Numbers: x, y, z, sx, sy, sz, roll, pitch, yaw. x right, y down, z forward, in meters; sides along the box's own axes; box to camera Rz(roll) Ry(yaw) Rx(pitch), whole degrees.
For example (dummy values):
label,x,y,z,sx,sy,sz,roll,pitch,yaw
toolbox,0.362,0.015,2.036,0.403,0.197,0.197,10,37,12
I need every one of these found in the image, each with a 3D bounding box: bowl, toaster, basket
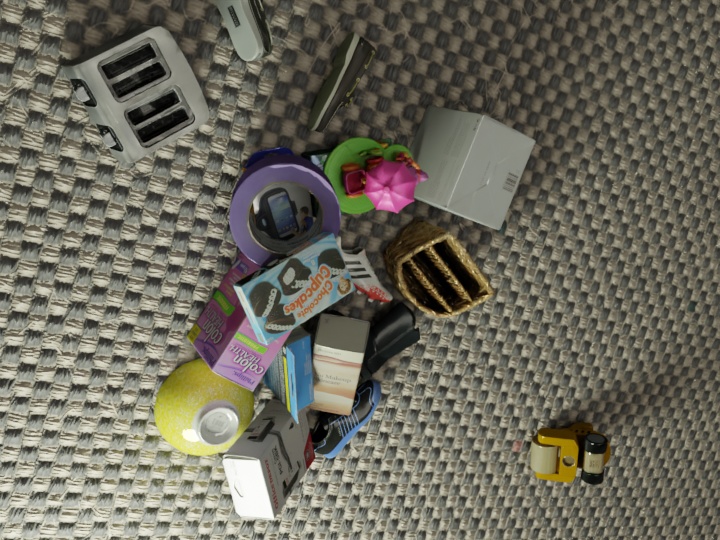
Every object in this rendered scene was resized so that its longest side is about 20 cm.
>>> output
label,x,y,z,sx,sy,sz,roll,pitch,yaw
bowl,-0.289,0.281,1.504,0.200,0.108,0.201,-9,109,-25
toaster,-0.361,-0.296,1.286,0.200,0.119,0.181,-32,118,-16
basket,0.155,0.012,1.629,0.143,0.149,0.200,-44,121,-9

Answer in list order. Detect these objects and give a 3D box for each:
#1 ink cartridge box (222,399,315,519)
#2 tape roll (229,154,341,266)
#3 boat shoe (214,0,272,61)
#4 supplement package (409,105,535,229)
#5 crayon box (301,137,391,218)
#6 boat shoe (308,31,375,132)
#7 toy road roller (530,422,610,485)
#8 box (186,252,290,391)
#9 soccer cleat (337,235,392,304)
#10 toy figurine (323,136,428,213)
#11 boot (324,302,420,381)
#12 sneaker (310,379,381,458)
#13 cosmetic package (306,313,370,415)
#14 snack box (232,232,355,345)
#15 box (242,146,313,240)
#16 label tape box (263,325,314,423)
label,x,y,z,sx,sy,sz,roll,pitch,yaw
ink cartridge box,-0.176,0.372,1.541,0.200,0.083,0.147,-49,133,-57
tape roll,-0.138,-0.106,1.417,0.199,0.085,0.200,-2,110,-6
boat shoe,-0.207,-0.467,1.350,0.064,0.071,0.200,-36,114,-51
supplement package,0.207,-0.209,1.558,0.147,0.200,0.192,19,97,-31
crayon box,-0.011,-0.185,1.539,0.200,0.052,0.126,-14,111,-24
boat shoe,-0.034,-0.347,1.466,0.060,0.072,0.202,25,90,-27
toy road roller,0.541,0.459,1.998,0.199,0.146,0.123,3,108,11
box,-0.212,0.090,1.446,0.097,0.176,0.200,32,90,-31
soccer cleat,0.000,0.000,1.593,0.200,0.069,0.085,32,93,-26
toy figurine,0.056,-0.169,1.442,0.200,0.184,0.151,-17,112,-22
boot,0.027,0.117,1.635,0.168,0.076,0.200,-39,121,-11
sneaker,-0.037,0.310,1.665,0.078,0.070,0.200,39,87,-37
cosmetic package,-0.048,0.190,1.547,0.103,0.087,0.200,10,132,1
snack box,-0.112,0.029,1.356,0.200,0.037,0.116,-32,112,-26
box,-0.155,-0.132,1.487,0.119,0.041,0.200,-15,114,-22
label tape box,-0.133,0.185,1.501,0.063,0.200,0.145,-10,110,-24
